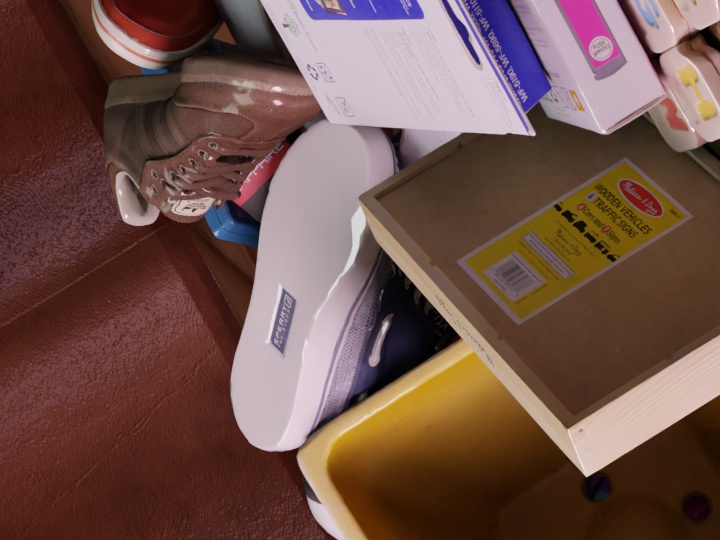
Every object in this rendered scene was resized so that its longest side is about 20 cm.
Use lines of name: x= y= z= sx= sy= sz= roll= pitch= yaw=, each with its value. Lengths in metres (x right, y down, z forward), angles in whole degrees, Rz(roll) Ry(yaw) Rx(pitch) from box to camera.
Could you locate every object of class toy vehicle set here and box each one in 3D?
toy vehicle set: x=0.094 y=-0.008 z=1.145 sx=0.200 sy=0.124 sz=0.027 roll=50 pitch=168 yaw=52

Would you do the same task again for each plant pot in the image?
plant pot: x=0.117 y=0.121 z=1.288 sx=0.194 sy=0.195 sz=0.200 roll=57 pitch=-177 yaw=15

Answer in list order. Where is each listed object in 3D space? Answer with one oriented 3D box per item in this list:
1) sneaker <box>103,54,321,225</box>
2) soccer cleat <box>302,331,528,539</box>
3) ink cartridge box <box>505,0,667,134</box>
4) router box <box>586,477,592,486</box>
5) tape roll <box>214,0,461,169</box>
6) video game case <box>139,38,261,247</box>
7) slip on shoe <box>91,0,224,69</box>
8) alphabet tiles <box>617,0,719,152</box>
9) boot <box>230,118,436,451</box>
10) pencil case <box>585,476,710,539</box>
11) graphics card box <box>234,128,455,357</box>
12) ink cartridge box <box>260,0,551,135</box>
sneaker: x=-0.069 y=-0.061 z=1.370 sx=0.200 sy=0.070 sz=0.076 roll=177 pitch=95 yaw=-66
soccer cleat: x=0.065 y=0.073 z=1.407 sx=0.086 sy=0.200 sz=0.070 roll=53 pitch=-174 yaw=-33
ink cartridge box: x=0.051 y=-0.149 z=1.118 sx=0.200 sy=0.037 sz=0.095 roll=58 pitch=176 yaw=-11
router box: x=0.093 y=0.147 z=1.529 sx=0.200 sy=0.051 sz=0.149 roll=-6 pitch=-104 yaw=-59
tape roll: x=0.008 y=-0.117 z=1.346 sx=0.200 sy=0.066 sz=0.200 roll=44 pitch=160 yaw=20
video game case: x=-0.033 y=-0.063 z=1.570 sx=0.200 sy=0.018 sz=0.143 roll=13 pitch=-136 yaw=-48
slip on shoe: x=-0.080 y=-0.185 z=1.437 sx=0.074 sy=0.200 sz=0.061 roll=29 pitch=147 yaw=-2
alphabet tiles: x=0.089 y=-0.137 z=1.101 sx=0.200 sy=0.015 sz=0.196 roll=60 pitch=172 yaw=-2
boot: x=0.000 y=0.000 z=1.395 sx=0.073 sy=0.090 sz=0.200 roll=49 pitch=136 yaw=32
pencil case: x=0.182 y=0.185 z=1.459 sx=0.092 sy=0.085 sz=0.200 roll=24 pitch=146 yaw=58
graphics card box: x=0.011 y=-0.027 z=1.501 sx=0.200 sy=0.051 sz=0.126 roll=41 pitch=-160 yaw=-16
ink cartridge box: x=0.017 y=-0.107 z=1.154 sx=0.100 sy=0.039 sz=0.200 roll=61 pitch=162 yaw=-17
